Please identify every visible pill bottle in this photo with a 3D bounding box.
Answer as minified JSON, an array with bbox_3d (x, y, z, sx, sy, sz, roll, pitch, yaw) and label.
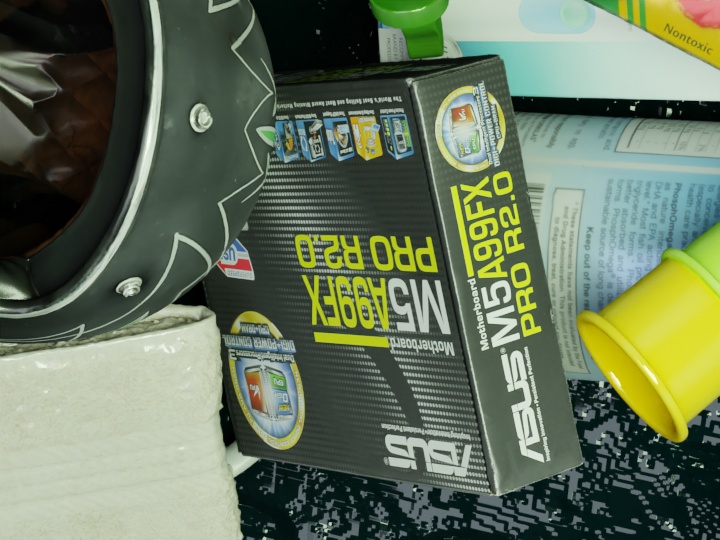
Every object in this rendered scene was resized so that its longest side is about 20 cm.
[{"bbox_3d":[0.138,-0.006,1.064,0.199,0.109,0.109,5,110,19],"label":"pill bottle"}]

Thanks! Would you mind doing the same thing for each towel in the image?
[{"bbox_3d":[-0.150,0.089,1.090,0.199,0.035,0.133,-8,116,-5],"label":"towel"}]

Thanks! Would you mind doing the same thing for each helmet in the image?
[{"bbox_3d":[-0.129,-0.062,1.010,0.190,0.200,0.201,6,113,-10],"label":"helmet"}]

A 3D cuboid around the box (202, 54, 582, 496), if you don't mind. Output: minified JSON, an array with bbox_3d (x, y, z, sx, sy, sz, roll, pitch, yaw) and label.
[{"bbox_3d":[0.000,0.000,1.053,0.200,0.044,0.161,4,107,58],"label":"box"}]

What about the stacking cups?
[{"bbox_3d":[0.171,-0.024,0.973,0.200,0.061,0.061,-41,92,-9],"label":"stacking cups"}]

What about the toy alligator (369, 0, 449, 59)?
[{"bbox_3d":[0.010,-0.157,0.958,0.059,0.054,0.201,-5,122,6],"label":"toy alligator"}]

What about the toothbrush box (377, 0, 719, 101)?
[{"bbox_3d":[0.109,-0.146,1.038,0.199,0.085,0.147,3,109,18],"label":"toothbrush box"}]

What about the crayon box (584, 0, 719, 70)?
[{"bbox_3d":[0.161,-0.168,0.937,0.127,0.051,0.200,28,113,8],"label":"crayon box"}]

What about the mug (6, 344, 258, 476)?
[{"bbox_3d":[-0.125,0.057,1.179,0.199,0.148,0.176,-18,110,-6],"label":"mug"}]
